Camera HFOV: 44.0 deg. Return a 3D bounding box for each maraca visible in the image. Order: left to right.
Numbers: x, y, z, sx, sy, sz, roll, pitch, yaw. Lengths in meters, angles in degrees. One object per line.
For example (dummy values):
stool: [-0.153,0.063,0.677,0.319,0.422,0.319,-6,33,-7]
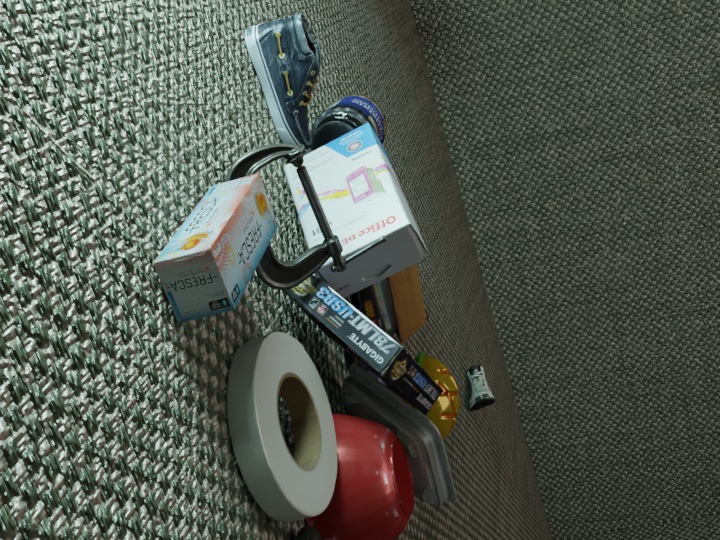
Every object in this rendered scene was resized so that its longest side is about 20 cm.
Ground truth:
maraca: [0.109,0.227,1.443,0.203,0.105,0.138,-89,160,-45]

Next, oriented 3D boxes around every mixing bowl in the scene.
mixing bowl: [0.005,0.270,1.130,0.200,0.106,0.205,-14,90,-77]

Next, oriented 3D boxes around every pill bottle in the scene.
pill bottle: [-0.022,-0.219,1.461,0.200,0.110,0.114,-65,139,-69]

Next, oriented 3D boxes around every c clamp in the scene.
c clamp: [-0.074,-0.070,1.079,0.027,0.170,0.202,23,-34,56]

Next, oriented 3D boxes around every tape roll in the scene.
tape roll: [-0.082,0.170,0.982,0.202,0.036,0.207,-17,91,-71]

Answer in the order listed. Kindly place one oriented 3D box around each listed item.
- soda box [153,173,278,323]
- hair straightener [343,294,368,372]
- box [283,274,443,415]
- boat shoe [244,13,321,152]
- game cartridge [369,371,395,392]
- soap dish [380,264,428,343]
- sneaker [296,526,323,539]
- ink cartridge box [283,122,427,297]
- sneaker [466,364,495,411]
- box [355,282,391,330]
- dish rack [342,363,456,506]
soda box: [-0.141,-0.028,0.908,0.201,0.062,0.070,-73,147,-63]
hair straightener: [-0.023,0.097,1.339,0.077,0.040,0.205,-11,92,-76]
box: [0.002,0.092,1.170,0.199,0.050,0.199,37,-6,29]
boat shoe: [-0.089,-0.262,1.275,0.071,0.089,0.203,-83,155,-55]
game cartridge: [0.042,0.245,1.450,0.133,0.040,0.205,40,39,-73]
soap dish: [0.050,-0.004,1.502,0.158,0.079,0.204,-116,-167,-62]
sneaker: [0.002,0.370,1.005,0.076,0.113,0.204,-68,143,-67]
ink cartridge box: [-0.009,-0.084,1.236,0.085,0.142,0.203,55,12,-54]
sneaker: [0.317,0.318,2.442,0.201,0.074,0.118,50,20,-77]
box: [0.000,0.000,1.402,0.137,0.039,0.204,123,-47,-83]
dish rack: [0.046,0.238,1.248,0.199,0.043,0.174,30,-35,44]
